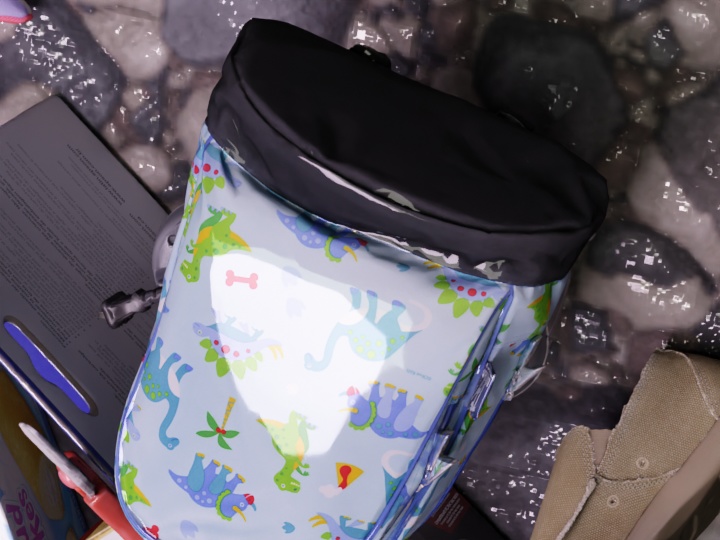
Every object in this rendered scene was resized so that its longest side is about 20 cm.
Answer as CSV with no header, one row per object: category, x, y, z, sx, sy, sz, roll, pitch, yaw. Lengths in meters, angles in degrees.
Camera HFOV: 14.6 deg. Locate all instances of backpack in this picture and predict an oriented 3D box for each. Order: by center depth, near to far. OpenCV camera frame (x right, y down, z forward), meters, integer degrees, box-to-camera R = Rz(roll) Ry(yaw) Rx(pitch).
backpack,-0.016,0.032,1.099,0.162,0.154,0.201,26,129,2

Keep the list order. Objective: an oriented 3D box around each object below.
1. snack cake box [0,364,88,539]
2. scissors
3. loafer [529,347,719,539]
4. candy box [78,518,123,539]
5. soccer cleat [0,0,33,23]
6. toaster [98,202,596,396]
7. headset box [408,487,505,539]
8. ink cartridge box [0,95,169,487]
snack cake box,-0.169,0.146,1.319,0.067,0.115,0.201,-17,101,9
scissors,-0.116,0.079,1.111,0.014,0.200,0.073,-43,60,-4
loafer,0.104,0.112,1.212,0.067,0.200,0.076,34,153,23
candy box,-0.046,0.183,1.296,0.056,0.117,0.200,-34,94,23
soccer cleat,-0.222,-0.060,1.307,0.076,0.067,0.201,30,110,3
toaster,0.000,0.000,1.218,0.199,0.129,0.114,-9,103,19
headset box,0.047,0.194,1.252,0.200,0.149,0.077,47,115,0
ink cartridge box,-0.117,0.028,1.226,0.200,0.200,0.041,47,115,0
